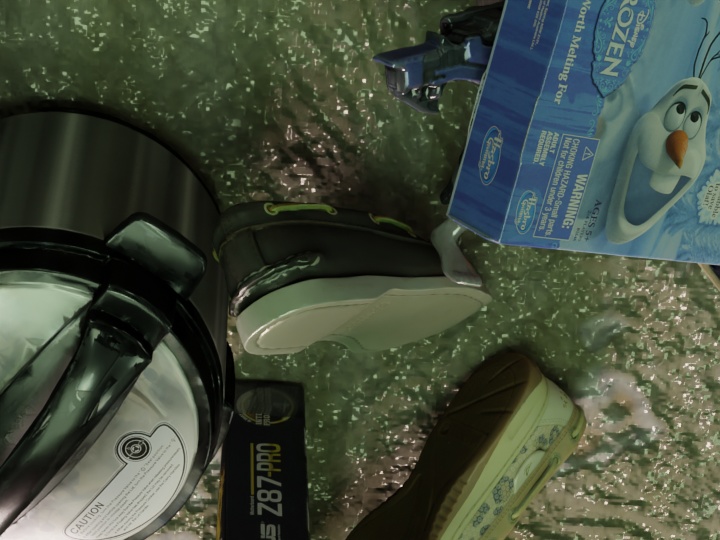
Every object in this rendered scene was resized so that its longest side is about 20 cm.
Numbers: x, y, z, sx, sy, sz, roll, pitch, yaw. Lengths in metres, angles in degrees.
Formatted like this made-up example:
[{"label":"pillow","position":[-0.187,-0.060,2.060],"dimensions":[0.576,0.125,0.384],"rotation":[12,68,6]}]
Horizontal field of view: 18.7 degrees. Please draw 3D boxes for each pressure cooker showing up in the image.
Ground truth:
[{"label":"pressure cooker","position":[-0.149,0.039,1.026],"dimensions":[0.177,0.200,0.177],"rotation":[-4,120,1]}]

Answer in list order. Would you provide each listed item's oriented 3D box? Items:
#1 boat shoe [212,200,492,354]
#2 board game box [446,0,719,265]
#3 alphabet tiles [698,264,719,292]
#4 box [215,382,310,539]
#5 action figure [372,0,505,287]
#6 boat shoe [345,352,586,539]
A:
[{"label":"boat shoe","position":[0.000,0.000,1.041],"dimensions":[0.071,0.201,0.061],"rotation":[-31,74,24]},{"label":"board game box","position":[0.149,-0.104,0.959],"dimensions":[0.198,0.043,0.202],"rotation":[4,108,-38]},{"label":"alphabet tiles","position":[0.278,-0.025,1.114],"dimensions":[0.199,0.006,0.167],"rotation":[-33,117,18]},{"label":"box","position":[-0.054,0.185,1.144],"dimensions":[0.049,0.162,0.201],"rotation":[4,123,-3]},{"label":"action figure","position":[0.068,-0.095,1.005],"dimensions":[0.199,0.105,0.195],"rotation":[-9,122,-33]},{"label":"boat shoe","position":[0.046,0.140,1.139],"dimensions":[0.063,0.073,0.201],"rotation":[38,88,-30]}]
